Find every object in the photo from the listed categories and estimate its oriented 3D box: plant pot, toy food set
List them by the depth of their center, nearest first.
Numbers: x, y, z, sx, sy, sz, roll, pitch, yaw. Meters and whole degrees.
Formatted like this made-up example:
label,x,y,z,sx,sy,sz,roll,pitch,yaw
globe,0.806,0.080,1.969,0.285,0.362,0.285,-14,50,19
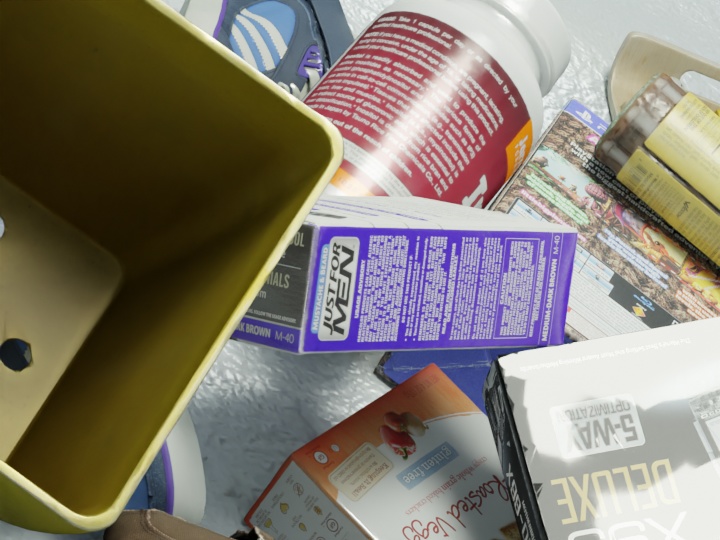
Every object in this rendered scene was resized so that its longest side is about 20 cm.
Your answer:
label,x,y,z,sx,sy,sz,roll,pitch,yaw
plant pot,-0.157,-0.009,1.217,0.200,0.176,0.201,35,66,-7
toy food set,0.239,-0.060,1.842,0.143,0.060,0.201,20,39,-23

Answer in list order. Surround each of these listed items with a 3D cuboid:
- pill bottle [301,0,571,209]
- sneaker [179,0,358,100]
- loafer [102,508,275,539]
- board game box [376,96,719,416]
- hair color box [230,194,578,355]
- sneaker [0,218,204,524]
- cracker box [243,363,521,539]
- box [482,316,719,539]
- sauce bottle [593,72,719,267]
label,x,y,z,sx,sy,sz,roll,pitch,yaw
pill bottle,0.026,-0.071,1.563,0.113,0.113,0.200,38,61,3
sneaker,-0.042,-0.089,1.612,0.146,0.081,0.200,26,31,-8
loafer,-0.039,0.147,1.322,0.199,0.073,0.071,24,44,-44
board game box,0.126,0.024,1.615,0.159,0.097,0.200,38,35,1
hair color box,0.000,0.000,1.378,0.109,0.065,0.199,12,6,40
sneaker,-0.175,0.054,1.340,0.146,0.081,0.201,-20,73,-34
cracker box,0.058,0.152,1.443,0.200,0.058,0.134,45,36,11
box,0.172,0.104,1.405,0.199,0.050,0.159,-9,67,-12
sauce bottle,0.219,-0.022,1.611,0.200,0.065,0.065,43,35,4
